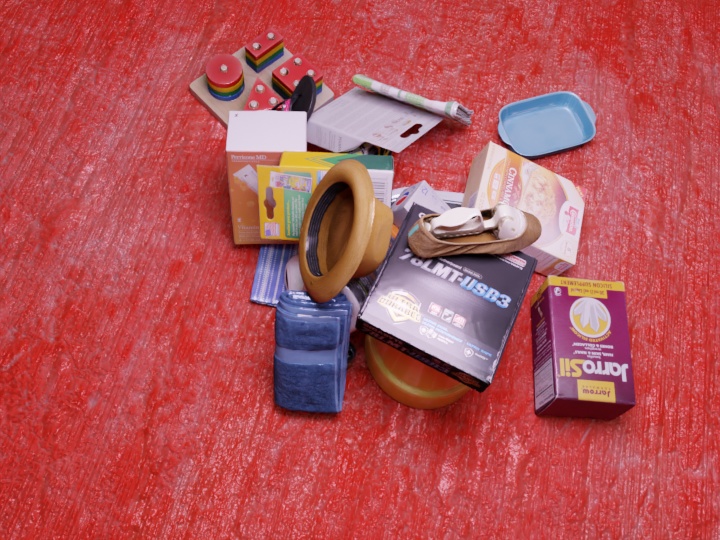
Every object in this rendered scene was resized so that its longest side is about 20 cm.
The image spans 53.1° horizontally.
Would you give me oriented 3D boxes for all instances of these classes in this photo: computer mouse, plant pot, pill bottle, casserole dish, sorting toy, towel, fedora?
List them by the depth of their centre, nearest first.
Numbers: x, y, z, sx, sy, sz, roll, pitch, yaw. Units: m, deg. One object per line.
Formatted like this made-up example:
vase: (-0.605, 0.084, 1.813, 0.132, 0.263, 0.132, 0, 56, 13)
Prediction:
fedora: (-0.014, -0.049, 0.984, 0.080, 0.200, 0.205, 10, 61, -30)
towel: (-0.073, 0.124, 1.055, 0.109, 0.203, 0.049, 3, 33, -4)
plant pot: (0.111, 0.086, 1.092, 0.196, 0.190, 0.205, 2, 65, -5)
pill bottle: (0.000, 0.000, 1.127, 0.105, 0.107, 0.200, 31, 44, 10)
computer mouse: (-0.078, 0.066, 1.143, 0.107, 0.044, 0.204, -14, 77, -3)
towel: (-0.077, 0.001, 1.205, 0.195, 0.024, 0.148, 9, 64, -1)
towel: (0.098, -0.309, 1.285, 0.197, 0.149, 0.031, 23, 100, 18)
sorting toy: (-0.183, -0.344, 1.330, 0.198, 0.070, 0.200, -41, 75, -20)
casserole dish: (0.347, -0.269, 1.357, 0.196, 0.039, 0.123, -16, 68, -11)

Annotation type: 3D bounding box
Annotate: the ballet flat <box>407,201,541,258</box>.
ballet flat: (0.160, -0.061, 0.969, 0.195, 0.073, 0.069, -4, 62, -8)

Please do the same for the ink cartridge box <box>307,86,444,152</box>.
ink cartridge box: (0.023, -0.249, 1.261, 0.198, 0.058, 0.162, 28, 46, 23)

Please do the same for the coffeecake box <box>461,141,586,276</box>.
coffeecake box: (0.276, -0.102, 1.230, 0.197, 0.073, 0.156, 23, 64, -11)

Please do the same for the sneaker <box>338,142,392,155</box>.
sneaker: (-0.012, -0.194, 1.274, 0.076, 0.076, 0.200, 33, 61, 21)

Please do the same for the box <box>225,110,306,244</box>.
box: (-0.147, -0.146, 1.160, 0.121, 0.202, 0.099, -1, 48, -5)

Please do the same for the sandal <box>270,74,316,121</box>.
sandal: (-0.140, -0.249, 1.246, 0.202, 0.045, 0.075, -57, 41, 9)

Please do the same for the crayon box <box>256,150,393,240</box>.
crayon box: (-0.051, -0.108, 1.071, 0.195, 0.128, 0.052, 3, 35, 0)

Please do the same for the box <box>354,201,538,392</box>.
box: (0.119, 0.032, 0.988, 0.197, 0.050, 0.201, 26, 67, 6)

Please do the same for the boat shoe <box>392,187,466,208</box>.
boat shoe: (0.110, -0.095, 1.238, 0.195, 0.072, 0.072, -2, 61, -8)

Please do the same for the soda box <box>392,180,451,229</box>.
soda box: (0.137, -0.050, 1.178, 0.200, 0.068, 0.064, 45, 66, -15)

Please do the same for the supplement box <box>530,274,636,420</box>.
supplement box: (0.347, 0.123, 1.141, 0.128, 0.104, 0.204, 4, 65, -3)
